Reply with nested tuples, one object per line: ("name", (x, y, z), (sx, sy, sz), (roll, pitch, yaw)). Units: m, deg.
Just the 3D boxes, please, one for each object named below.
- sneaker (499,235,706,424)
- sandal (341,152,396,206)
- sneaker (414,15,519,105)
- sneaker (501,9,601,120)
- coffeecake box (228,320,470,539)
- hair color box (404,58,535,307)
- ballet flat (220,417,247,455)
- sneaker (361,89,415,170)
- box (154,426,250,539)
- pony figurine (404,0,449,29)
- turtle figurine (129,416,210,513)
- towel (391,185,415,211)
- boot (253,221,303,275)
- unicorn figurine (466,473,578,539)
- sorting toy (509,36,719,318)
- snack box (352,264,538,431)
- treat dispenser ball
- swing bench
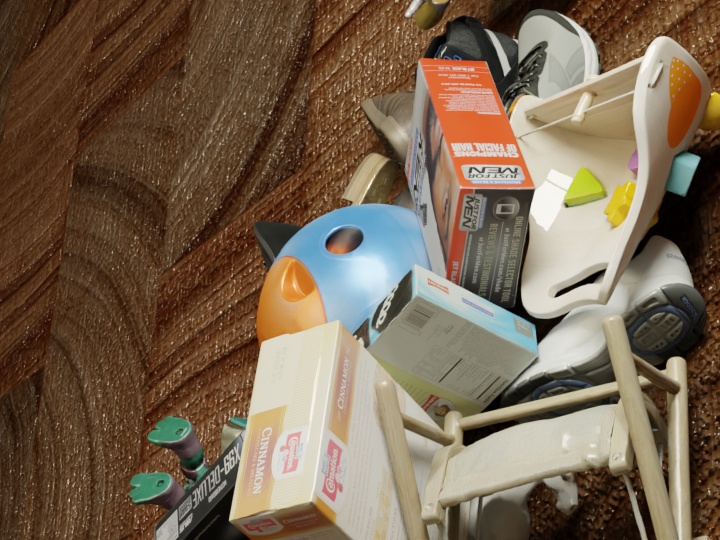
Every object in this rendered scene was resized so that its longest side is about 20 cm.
("sneaker", (0.183, 0.053, 1.301), (0.200, 0.074, 0.087), (-39, 29, 33))
("sandal", (-0.002, -0.001, 1.568), (0.069, 0.078, 0.213), (22, 83, 22))
("sneaker", (0.098, -0.134, 1.501), (0.073, 0.111, 0.201), (-42, 39, 41))
("sneaker", (0.156, -0.150, 1.446), (0.074, 0.079, 0.201), (-45, 36, 40))
("coffeecake box", (0.000, 0.159, 1.247), (0.073, 0.200, 0.154), (-17, 45, 28))
("hair color box", (0.083, -0.073, 1.362), (0.201, 0.063, 0.112), (-104, 18, -54))
("ballet flat", (-0.064, 0.185, 1.617), (0.199, 0.067, 0.063), (9, 86, 51))
("sneaker", (0.054, -0.140, 1.631), (0.075, 0.071, 0.200), (-30, 16, 1))
("box", (-0.069, 0.214, 1.527), (0.200, 0.157, 0.050), (-47, 36, 34))
("pony figurine", (0.107, -0.293, 1.539), (0.193, 0.167, 0.200), (-42, 6, 4))
("turtle figurine", (-0.145, 0.241, 1.650), (0.100, 0.201, 0.150), (-20, 38, 12))
("towel", (0.055, -0.017, 1.585), (0.200, 0.034, 0.133), (-48, 37, 33))
("boot", (-0.080, 0.060, 1.714), (0.200, 0.069, 0.175), (-122, 42, -54))
("unicorn figurine", (0.107, 0.201, 1.317), (0.199, 0.073, 0.139), (-7, 70, 55))
("sorting toy", (0.181, -0.053, 1.277), (0.200, 0.106, 0.181), (-16, 50, 65))
("snack box", (0.032, 0.092, 1.328), (0.200, 0.116, 0.037), (-48, 28, 32))
("treat dispenser ball", (0.012, 0.045, 1.447), (0.201, 0.200, 0.202), (-37, 42, 44))
("swing bench", (0.127, 0.162, 1.185), (0.198, 0.130, 0.202), (-16, 65, 28))
